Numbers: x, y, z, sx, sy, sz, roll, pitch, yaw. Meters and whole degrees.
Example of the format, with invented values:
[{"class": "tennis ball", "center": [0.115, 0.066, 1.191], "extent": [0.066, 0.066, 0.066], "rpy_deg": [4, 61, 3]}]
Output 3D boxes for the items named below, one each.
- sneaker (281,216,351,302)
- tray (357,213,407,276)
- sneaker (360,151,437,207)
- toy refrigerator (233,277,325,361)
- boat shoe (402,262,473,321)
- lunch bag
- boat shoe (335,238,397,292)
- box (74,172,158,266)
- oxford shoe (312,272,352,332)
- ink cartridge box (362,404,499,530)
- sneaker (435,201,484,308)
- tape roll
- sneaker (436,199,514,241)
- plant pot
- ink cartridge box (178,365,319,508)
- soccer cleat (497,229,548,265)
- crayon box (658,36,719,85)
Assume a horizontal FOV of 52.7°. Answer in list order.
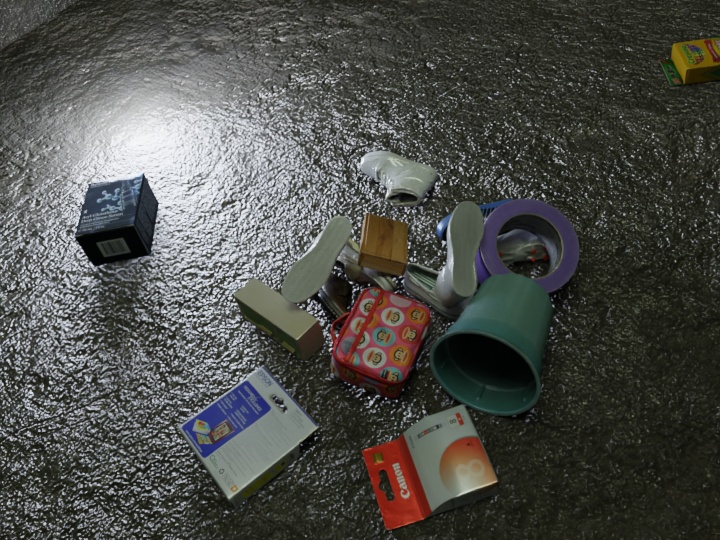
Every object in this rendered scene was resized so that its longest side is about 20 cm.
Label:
[{"class": "sneaker", "center": [-0.087, -0.016, 1.495], "extent": [0.074, 0.116, 0.200], "rpy_deg": [38, 84, -1]}, {"class": "tray", "center": [0.051, -0.059, 1.559], "extent": [0.098, 0.037, 0.200], "rpy_deg": [14, 27, -3]}, {"class": "sneaker", "center": [0.071, -0.215, 1.730], "extent": [0.199, 0.074, 0.116], "rpy_deg": [16, 50, 24]}, {"class": "toy refrigerator", "center": [-0.170, 0.101, 1.498], "extent": [0.200, 0.076, 0.070], "rpy_deg": [30, 60, 33]}, {"class": "boat shoe", "center": [0.167, 0.044, 1.479], "extent": [0.199, 0.067, 0.074], "rpy_deg": [20, 55, 28]}, {"class": "lunch bag", "center": [0.029, 0.131, 1.395], "extent": [0.175, 0.082, 0.201], "rpy_deg": [20, 52, 10]}, {"class": "boat shoe", "center": [0.000, 0.000, 1.563], "extent": [0.068, 0.075, 0.200], "rpy_deg": [-42, 50, -9]}, {"class": "box", "center": [-0.593, -0.127, 1.788], "extent": [0.147, 0.107, 0.201], "rpy_deg": [-11, 45, 3]}, {"class": "oxford shoe", "center": [-0.048, 0.054, 1.517], "extent": [0.084, 0.073, 0.200], "rpy_deg": [-23, 47, -12]}, {"class": "ink cartridge box", "center": [0.114, 0.330, 1.237], "extent": [0.199, 0.050, 0.163], "rpy_deg": [-15, 46, -6]}, {"class": "sneaker", "center": [0.185, -0.027, 1.415], "extent": [0.073, 0.116, 0.201], "rpy_deg": [14, 67, -9]}, {"class": "tape roll", "center": [0.326, -0.035, 1.448], "extent": [0.199, 0.085, 0.201], "rpy_deg": [1, 73, -3]}, {"class": "sneaker", "center": [0.269, -0.098, 1.587], "extent": [0.199, 0.070, 0.078], "rpy_deg": [-18, 39, -6]}, {"class": "plant pot", "center": [0.253, 0.120, 1.315], "extent": [0.199, 0.201, 0.196], "rpy_deg": [13, 44, 24]}, {"class": "ink cartridge box", "center": [-0.205, 0.300, 1.344], "extent": [0.200, 0.047, 0.197], "rpy_deg": [-34, 48, -20]}, {"class": "soccer cleat", "center": [0.305, -0.048, 1.539], "extent": [0.199, 0.070, 0.078], "rpy_deg": [-7, 41, -3]}, {"class": "crayon box", "center": [0.888, -0.541, 1.872], "extent": [0.199, 0.051, 0.127], "rpy_deg": [-7, 47, 7]}]
